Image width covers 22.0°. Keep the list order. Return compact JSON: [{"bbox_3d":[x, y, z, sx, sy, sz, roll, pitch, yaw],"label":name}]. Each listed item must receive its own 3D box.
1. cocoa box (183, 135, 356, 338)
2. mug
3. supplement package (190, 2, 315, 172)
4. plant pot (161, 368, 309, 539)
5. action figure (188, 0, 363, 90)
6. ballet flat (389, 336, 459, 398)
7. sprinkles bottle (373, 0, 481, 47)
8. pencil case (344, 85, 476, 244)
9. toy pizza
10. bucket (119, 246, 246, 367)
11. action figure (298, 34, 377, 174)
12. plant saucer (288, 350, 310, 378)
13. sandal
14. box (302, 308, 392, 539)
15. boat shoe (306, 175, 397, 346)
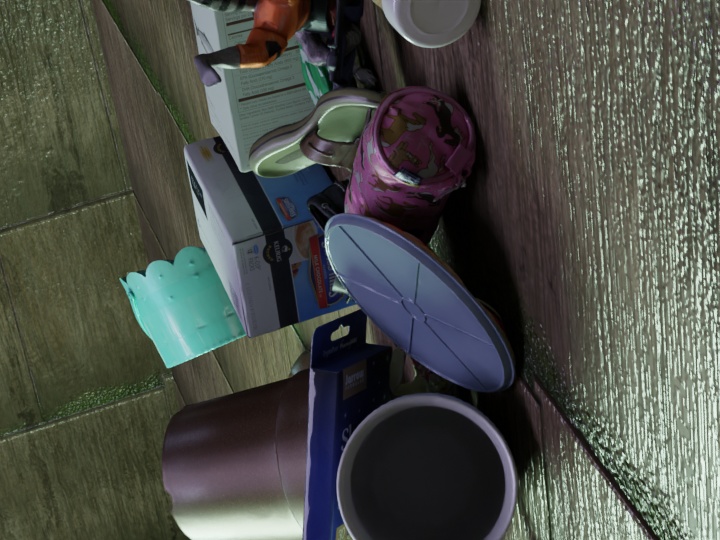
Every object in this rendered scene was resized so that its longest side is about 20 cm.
[{"bbox_3d":[-0.095,-0.050,1.997,0.200,0.130,0.134,-121,19,-50],"label":"cocoa box"},{"bbox_3d":[0.074,0.197,1.565,0.200,0.148,0.175,46,179,5],"label":"mug"},{"bbox_3d":[-0.093,-0.218,1.806,0.117,0.117,0.201,-122,21,-54],"label":"supplement package"},{"bbox_3d":[-0.090,0.201,1.954,0.200,0.197,0.202,-10,-90,-66],"label":"plant pot"},{"bbox_3d":[-0.056,-0.246,1.517,0.104,0.193,0.201,18,110,28],"label":"action figure"},{"bbox_3d":[0.057,0.108,1.674,0.076,0.064,0.201,-116,15,-49],"label":"ballet flat"},{"bbox_3d":[0.024,-0.232,1.378,0.200,0.068,0.069,-124,22,-56],"label":"sprinkles bottle"},{"bbox_3d":[0.037,-0.075,1.492,0.200,0.082,0.087,116,150,-72],"label":"pencil case"},{"bbox_3d":[0.052,0.022,1.510,0.200,0.032,0.200,38,160,16],"label":"toy pizza"},{"bbox_3d":[-0.200,0.032,2.433,0.207,0.206,0.136,163,84,-78],"label":"bucket"},{"bbox_3d":[-0.017,-0.162,1.685,0.118,0.054,0.201,125,125,-77],"label":"action figure"},{"bbox_3d":[-0.055,0.203,2.385,0.200,0.032,0.201,163,90,-79],"label":"plant saucer"},{"bbox_3d":[-0.020,-0.107,1.587,0.201,0.079,0.058,-26,63,49],"label":"sandal"},{"bbox_3d":[-0.011,0.141,1.635,0.121,0.032,0.201,-20,-66,-65],"label":"box"},{"bbox_3d":[0.000,-0.001,1.784,0.075,0.066,0.200,100,152,-63],"label":"boat shoe"}]
